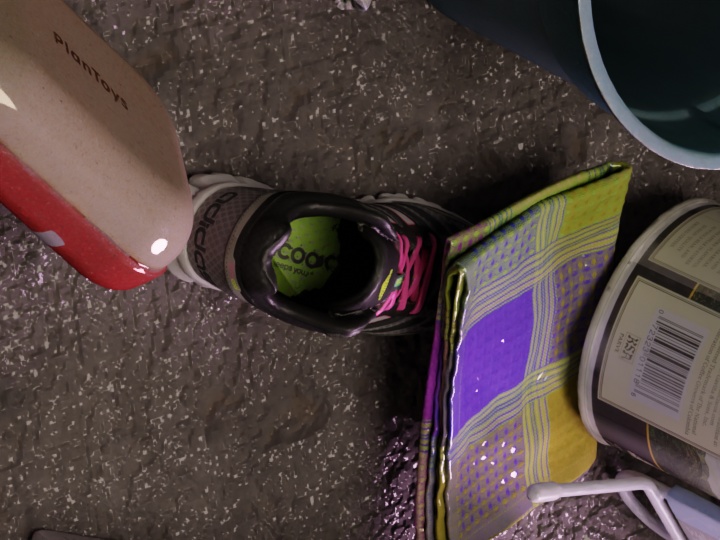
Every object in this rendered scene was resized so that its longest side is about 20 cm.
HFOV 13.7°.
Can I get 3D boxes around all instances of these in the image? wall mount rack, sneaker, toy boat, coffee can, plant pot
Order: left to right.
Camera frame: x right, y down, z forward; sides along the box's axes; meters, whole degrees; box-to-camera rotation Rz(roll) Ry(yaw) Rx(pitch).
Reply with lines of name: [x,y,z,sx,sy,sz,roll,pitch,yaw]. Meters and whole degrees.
toy boat: [-0.176,-0.058,1.334,0.131,0.131,0.200,-35,127,15]
sneaker: [0.000,0.000,1.476,0.200,0.087,0.074,11,99,-37]
plant pot: [0.127,-0.168,1.438,0.200,0.196,0.201,-11,111,-31]
wall mount rack: [0.182,0.159,1.575,0.075,0.200,0.174,-51,135,-16]
coffee can: [0.236,0.064,1.565,0.146,0.200,0.147,-34,138,-38]

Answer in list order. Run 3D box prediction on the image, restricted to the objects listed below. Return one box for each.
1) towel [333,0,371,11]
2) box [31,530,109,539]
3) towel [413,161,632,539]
towel: [-0.037,-0.244,1.354,0.200,0.034,0.193,44,49,-40]
box: [-0.077,0.227,1.488,0.200,0.106,0.153,12,98,-36]
towel: [0.085,0.049,1.550,0.143,0.023,0.200,-27,133,-40]
